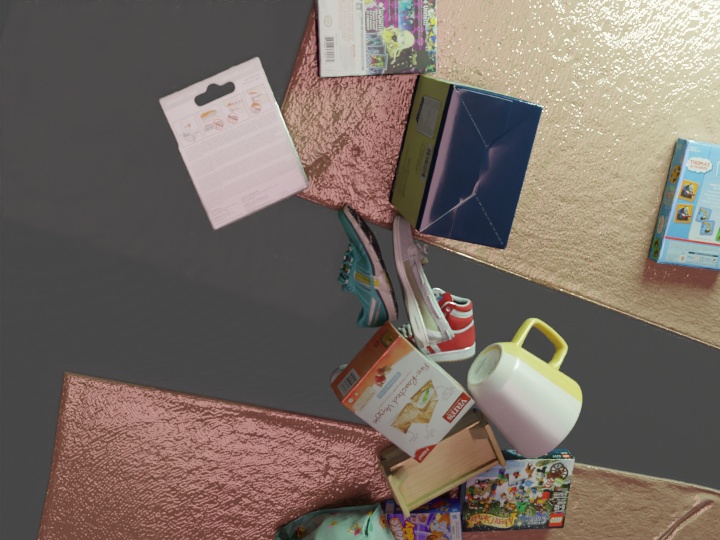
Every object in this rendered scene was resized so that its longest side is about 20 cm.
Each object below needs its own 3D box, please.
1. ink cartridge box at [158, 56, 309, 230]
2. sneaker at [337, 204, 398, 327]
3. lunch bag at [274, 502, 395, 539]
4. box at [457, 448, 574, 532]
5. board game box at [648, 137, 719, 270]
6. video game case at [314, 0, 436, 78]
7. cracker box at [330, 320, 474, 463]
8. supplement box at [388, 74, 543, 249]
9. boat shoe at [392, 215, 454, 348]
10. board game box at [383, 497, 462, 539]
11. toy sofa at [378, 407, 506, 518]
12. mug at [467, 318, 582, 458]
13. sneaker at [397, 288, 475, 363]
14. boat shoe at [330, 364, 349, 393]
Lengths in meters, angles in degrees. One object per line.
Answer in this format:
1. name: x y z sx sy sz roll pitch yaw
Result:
1. ink cartridge box: -0.181 -0.183 1.225 0.158 0.050 0.204 -23 105 -3
2. sneaker: 0.000 0.000 1.299 0.078 0.078 0.204 -17 109 4
3. lunch bag: -0.035 0.494 1.402 0.196 0.122 0.173 -15 110 22
4. box: 0.270 0.386 1.480 0.195 0.038 0.140 1 106 -11
5. board game box: 0.573 -0.106 1.395 0.147 0.037 0.205 6 105 -13
6. video game case: 0.022 -0.384 1.207 0.177 0.036 0.205 -5 107 -9
7. cracker box: 0.068 0.191 1.300 0.134 0.058 0.199 -48 122 3
8. supplement box: 0.142 -0.161 1.208 0.131 0.200 0.205 10 104 -13
9. boat shoe: 0.090 0.013 1.288 0.063 0.074 0.207 -13 78 3
10. board game box: 0.114 0.496 1.459 0.131 0.045 0.205 -4 107 8
11. toy sofa: 0.134 0.314 1.397 0.197 0.098 0.084 -27 104 -3
12. mug: 0.257 0.186 1.379 0.152 0.188 0.149 38 125 -16
13. sneaker: 0.092 0.092 1.342 0.195 0.071 0.115 -8 112 -17
14. boat shoe: 0.039 0.223 1.373 0.197 0.065 0.075 24 100 -16
